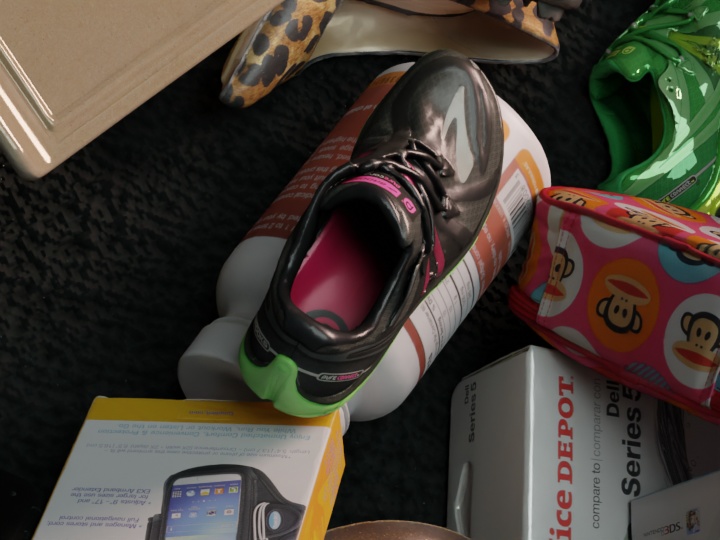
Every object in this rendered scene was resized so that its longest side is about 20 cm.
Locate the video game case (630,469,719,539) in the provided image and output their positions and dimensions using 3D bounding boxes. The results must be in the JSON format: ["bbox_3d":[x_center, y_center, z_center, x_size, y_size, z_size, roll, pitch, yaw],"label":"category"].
[{"bbox_3d":[0.259,0.114,1.087,0.199,0.181,0.046,5,71,-26],"label":"video game case"}]

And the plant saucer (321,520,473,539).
[{"bbox_3d":[0.004,0.214,1.057,0.199,0.032,0.201,-7,110,-19],"label":"plant saucer"}]

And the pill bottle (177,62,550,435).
[{"bbox_3d":[0.000,0.000,1.136,0.112,0.112,0.200,43,61,-8],"label":"pill bottle"}]

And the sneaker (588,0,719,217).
[{"bbox_3d":[0.174,-0.118,1.280,0.083,0.074,0.201,19,67,-24],"label":"sneaker"}]

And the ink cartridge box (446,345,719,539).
[{"bbox_3d":[0.151,0.131,1.182,0.199,0.084,0.146,10,70,-23],"label":"ink cartridge box"}]

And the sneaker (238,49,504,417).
[{"bbox_3d":[0.016,-0.023,1.039,0.077,0.084,0.200,27,61,0],"label":"sneaker"}]

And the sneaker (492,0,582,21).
[{"bbox_3d":[0.077,-0.215,1.206,0.071,0.098,0.201,15,35,-34],"label":"sneaker"}]

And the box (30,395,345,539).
[{"bbox_3d":[-0.083,0.130,0.988,0.118,0.042,0.200,1,37,12],"label":"box"}]

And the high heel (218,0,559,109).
[{"bbox_3d":[0.020,-0.117,1.204,0.142,0.071,0.200,39,52,-3],"label":"high heel"}]

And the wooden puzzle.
[{"bbox_3d":[-0.136,-0.162,1.024,0.200,0.037,0.185,-41,102,-35],"label":"wooden puzzle"}]

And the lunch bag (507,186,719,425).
[{"bbox_3d":[0.191,0.021,1.143,0.176,0.200,0.082,3,109,-46],"label":"lunch bag"}]

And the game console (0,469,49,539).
[{"bbox_3d":[-0.260,0.147,0.987,0.199,0.117,0.176,22,34,2],"label":"game console"}]
